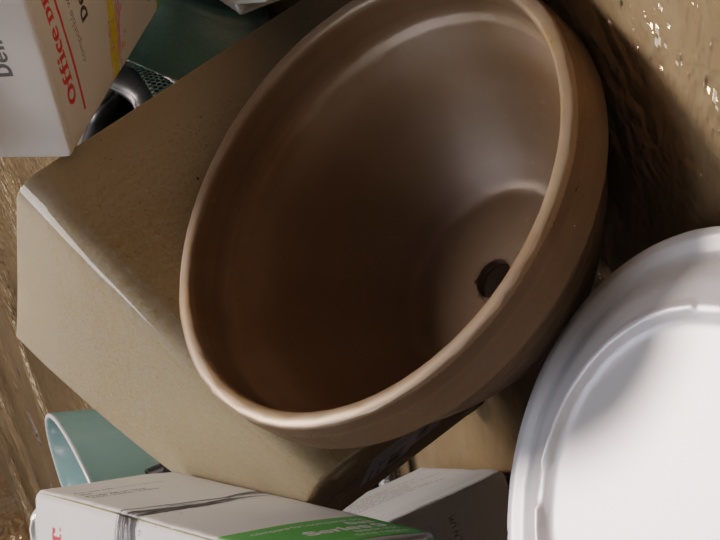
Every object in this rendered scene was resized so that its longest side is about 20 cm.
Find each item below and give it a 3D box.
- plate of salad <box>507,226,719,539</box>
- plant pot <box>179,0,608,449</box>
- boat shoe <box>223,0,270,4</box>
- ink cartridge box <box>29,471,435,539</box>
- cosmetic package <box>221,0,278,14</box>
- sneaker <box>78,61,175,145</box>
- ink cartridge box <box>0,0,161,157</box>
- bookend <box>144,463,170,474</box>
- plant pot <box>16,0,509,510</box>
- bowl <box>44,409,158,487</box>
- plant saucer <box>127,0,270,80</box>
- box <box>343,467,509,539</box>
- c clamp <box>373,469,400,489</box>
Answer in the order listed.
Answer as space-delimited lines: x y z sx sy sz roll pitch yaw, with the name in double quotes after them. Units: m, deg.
0.125 0.085 0.722 0.200 0.048 0.200 -15 70 49 "plate of salad"
0.029 -0.012 0.833 0.093 0.201 0.201 34 -172 -39 "plant pot"
-0.002 -0.147 0.838 0.200 0.073 0.062 3 111 56 "boat shoe"
-0.058 0.173 0.905 0.200 0.084 0.146 6 99 53 "ink cartridge box"
-0.072 -0.208 1.007 0.200 0.081 0.113 40 148 56 "cosmetic package"
-0.133 -0.126 1.243 0.199 0.114 0.076 -126 23 -44 "sneaker"
-0.148 -0.127 0.896 0.200 0.067 0.117 -69 -27 -48 "ink cartridge box"
-0.064 0.189 1.458 0.200 0.092 0.199 65 162 15 "bookend"
-0.028 0.011 0.983 0.177 0.200 0.200 50 159 11 "plant pot"
-0.198 0.202 1.868 0.201 0.105 0.201 56 160 33 "bowl"
-0.122 -0.160 1.118 0.036 0.200 0.200 -59 41 18 "plant saucer"
0.005 0.230 1.105 0.199 0.200 0.131 69 162 -3 "box"
0.000 0.081 1.231 0.171 0.027 0.200 52 158 45 "c clamp"
